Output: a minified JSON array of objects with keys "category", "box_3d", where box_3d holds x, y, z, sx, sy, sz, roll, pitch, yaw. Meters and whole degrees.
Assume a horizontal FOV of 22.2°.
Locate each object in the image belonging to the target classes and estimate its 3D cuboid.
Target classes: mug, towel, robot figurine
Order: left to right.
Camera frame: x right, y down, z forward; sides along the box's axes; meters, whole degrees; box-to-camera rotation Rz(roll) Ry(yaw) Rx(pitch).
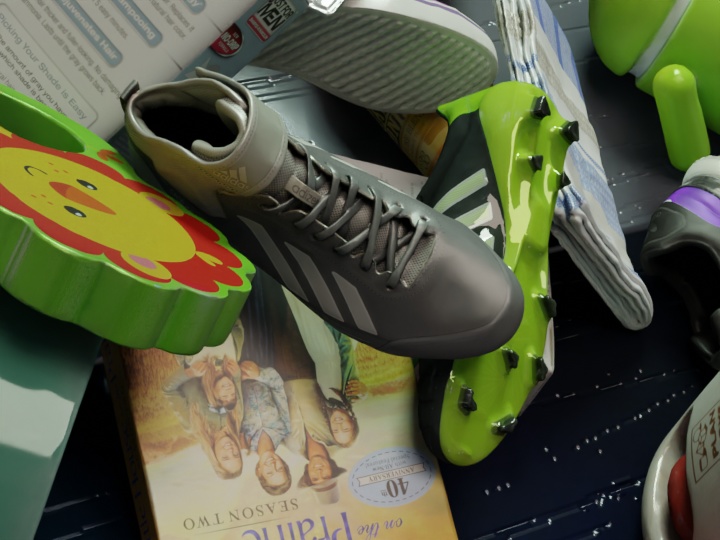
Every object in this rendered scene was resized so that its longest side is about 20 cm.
[{"category":"mug","box_3d":[-0.179,0.063,0.762,0.113,0.153,0.185,19,15,-8]},{"category":"towel","box_3d":[0.116,-0.077,1.024,0.147,0.024,0.201,47,27,-53]},{"category":"robot figurine","box_3d":[0.228,-0.147,1.129,0.199,0.116,0.176,29,56,-2]}]

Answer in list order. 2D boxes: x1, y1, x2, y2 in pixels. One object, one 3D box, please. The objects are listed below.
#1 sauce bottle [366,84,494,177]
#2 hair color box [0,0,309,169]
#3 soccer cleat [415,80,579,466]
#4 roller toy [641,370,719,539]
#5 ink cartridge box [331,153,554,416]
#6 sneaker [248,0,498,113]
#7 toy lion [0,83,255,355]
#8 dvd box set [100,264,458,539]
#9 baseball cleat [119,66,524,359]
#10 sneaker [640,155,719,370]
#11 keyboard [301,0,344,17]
[{"category":"sauce bottle","box_3d":[0.022,-0.117,1.046,0.066,0.066,0.200,-23,61,-36]},{"category":"hair color box","box_3d":[-0.132,-0.101,0.882,0.200,0.061,0.099,-42,78,3]},{"category":"soccer cleat","box_3d":[0.053,0.001,0.896,0.067,0.081,0.202,35,59,-41]},{"category":"roller toy","box_3d":[0.243,0.117,0.915,0.199,0.140,0.183,-26,68,-37]},{"category":"ink cartridge box","box_3d":[0.000,0.000,0.953,0.198,0.050,0.110,13,51,-15]},{"category":"sneaker","box_3d":[-0.020,-0.158,0.978,0.199,0.073,0.115,15,48,-15]},{"category":"toy lion","box_3d":[-0.135,-0.033,0.755,0.190,0.069,0.200,23,14,-15]},{"category":"dvd box set","box_3d":[-0.039,0.074,0.851,0.145,0.029,0.202,-7,73,-23]},{"category":"baseball cleat","box_3d":[-0.021,-0.023,0.805,0.199,0.107,0.070,24,77,11]},{"category":"sneaker","box_3d":[0.237,0.033,1.033,0.200,0.070,0.099,41,56,12]},{"category":"keyboard","box_3d":[-0.088,-0.184,0.936,0.199,0.011,0.056,26,48,14]}]
